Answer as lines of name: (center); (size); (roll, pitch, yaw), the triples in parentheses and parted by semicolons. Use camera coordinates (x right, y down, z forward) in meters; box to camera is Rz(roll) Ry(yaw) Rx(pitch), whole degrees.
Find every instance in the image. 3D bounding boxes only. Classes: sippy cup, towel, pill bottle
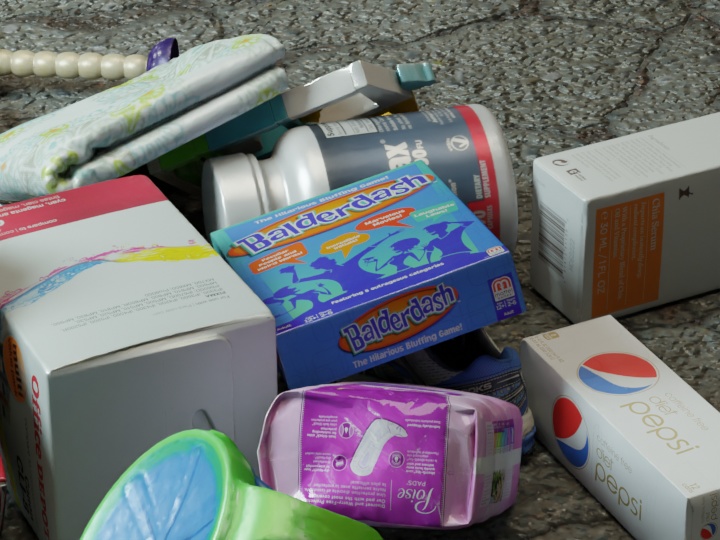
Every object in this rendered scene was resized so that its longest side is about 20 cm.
sippy cup: (-0.065, 0.171, 1.293); (0.140, 0.130, 0.178); (-57, 29, -5)
towel: (-0.160, -0.103, 1.712); (0.199, 0.048, 0.171); (-29, 12, -23)
pill bottle: (-0.003, -0.044, 1.709); (0.199, 0.120, 0.120); (-8, 30, -12)

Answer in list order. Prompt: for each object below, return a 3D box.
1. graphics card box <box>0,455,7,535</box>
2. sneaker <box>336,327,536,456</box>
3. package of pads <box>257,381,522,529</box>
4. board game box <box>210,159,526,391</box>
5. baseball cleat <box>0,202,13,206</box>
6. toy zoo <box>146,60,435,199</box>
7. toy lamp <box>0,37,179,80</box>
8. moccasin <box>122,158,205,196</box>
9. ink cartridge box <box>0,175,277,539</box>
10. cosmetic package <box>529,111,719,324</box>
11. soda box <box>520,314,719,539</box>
graphics card box: (-0.248, 0.052, 1.438); (0.051, 0.126, 0.201); (-10, 71, -13)
sneaker: (0.042, 0.045, 1.584); (0.077, 0.086, 0.200); (-21, 34, -33)
package of pads: (0.021, 0.103, 1.416); (0.120, 0.076, 0.200); (3, -1, 11)
board game box: (0.000, 0.000, 1.552); (0.151, 0.045, 0.200); (-20, 22, -8)
baseball cleat: (-0.219, -0.022, 1.690); (0.199, 0.107, 0.070); (3, 73, 6)
toy zoo: (-0.038, -0.100, 1.756); (0.199, 0.021, 0.131); (-21, -15, 14)
toy lamp: (-0.246, -0.166, 1.999); (0.199, 0.058, 0.058); (2, 29, 3)
moccasin: (-0.161, -0.090, 1.852); (0.077, 0.074, 0.201); (23, 46, 22)
ink cartridge box: (-0.151, 0.059, 1.499); (0.144, 0.146, 0.200); (-14, 31, -23)
cosmetic package: (0.219, -0.041, 1.719); (0.199, 0.102, 0.071); (-15, 33, -23)
soda box: (0.170, 0.104, 1.499); (0.068, 0.064, 0.200); (-13, 31, -22)
